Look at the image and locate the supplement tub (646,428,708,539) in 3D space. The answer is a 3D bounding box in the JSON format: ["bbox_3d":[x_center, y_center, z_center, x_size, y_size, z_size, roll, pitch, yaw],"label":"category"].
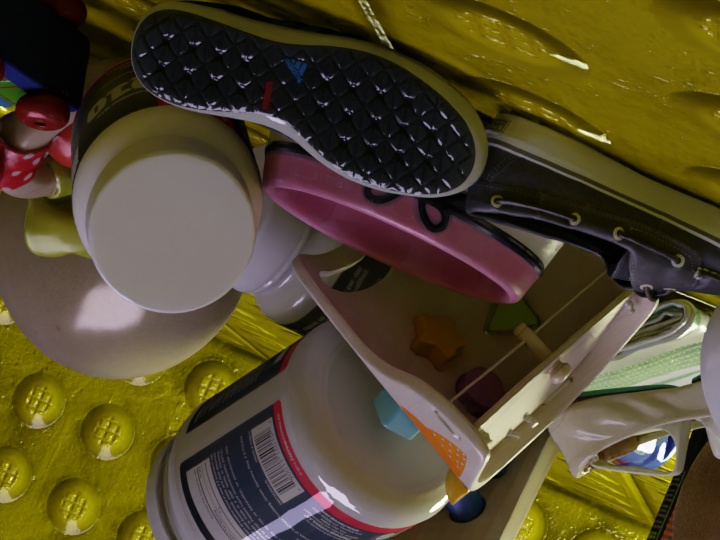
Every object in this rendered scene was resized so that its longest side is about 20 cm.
[{"bbox_3d":[0.287,0.198,1.742,0.122,0.201,0.123,24,174,3],"label":"supplement tub"}]

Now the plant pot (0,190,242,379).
[{"bbox_3d":[-0.160,-0.024,1.698,0.199,0.201,0.134,27,163,-20],"label":"plant pot"}]

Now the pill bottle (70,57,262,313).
[{"bbox_3d":[-0.117,-0.054,1.373,0.113,0.114,0.200,26,-167,-15],"label":"pill bottle"}]

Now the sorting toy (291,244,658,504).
[{"bbox_3d":[0.052,0.030,1.429,0.180,0.200,0.107,44,137,11],"label":"sorting toy"}]

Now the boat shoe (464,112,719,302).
[{"bbox_3d":[0.147,-0.017,1.218,0.199,0.057,0.069,26,173,-7],"label":"boat shoe"}]

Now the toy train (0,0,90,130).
[{"bbox_3d":[-0.258,-0.150,1.367,0.115,0.085,0.200,-2,161,28],"label":"toy train"}]

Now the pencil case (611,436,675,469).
[{"bbox_3d":[0.190,0.092,1.796,0.200,0.087,0.078,35,-167,-51],"label":"pencil case"}]

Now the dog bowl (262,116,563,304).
[{"bbox_3d":[0.031,-0.047,1.329,0.199,0.074,0.200,25,173,3],"label":"dog bowl"}]

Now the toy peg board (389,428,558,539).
[{"bbox_3d":[0.035,0.106,1.650,0.198,0.200,0.098,-5,127,33],"label":"toy peg board"}]

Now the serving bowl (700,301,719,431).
[{"bbox_3d":[0.268,0.096,1.315,0.200,0.066,0.200,40,161,17],"label":"serving bowl"}]

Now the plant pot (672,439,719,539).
[{"bbox_3d":[0.325,0.194,1.453,0.186,0.187,0.200,28,-172,-26],"label":"plant pot"}]

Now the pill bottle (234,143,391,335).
[{"bbox_3d":[0.000,0.000,1.549,0.199,0.115,0.114,28,172,-26],"label":"pill bottle"}]

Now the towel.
[{"bbox_3d":[0.193,0.080,1.572,0.148,0.031,0.200,-20,153,21],"label":"towel"}]

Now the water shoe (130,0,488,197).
[{"bbox_3d":[-0.021,-0.102,1.210,0.199,0.072,0.079,22,-160,8],"label":"water shoe"}]

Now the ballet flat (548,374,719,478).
[{"bbox_3d":[0.215,0.097,1.474,0.199,0.070,0.069,-14,152,30],"label":"ballet flat"}]

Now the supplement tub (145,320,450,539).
[{"bbox_3d":[-0.038,0.127,1.502,0.140,0.141,0.200,28,141,-26],"label":"supplement tub"}]

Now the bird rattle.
[{"bbox_3d":[-0.210,-0.090,1.539,0.113,0.163,0.200,55,-168,25],"label":"bird rattle"}]
